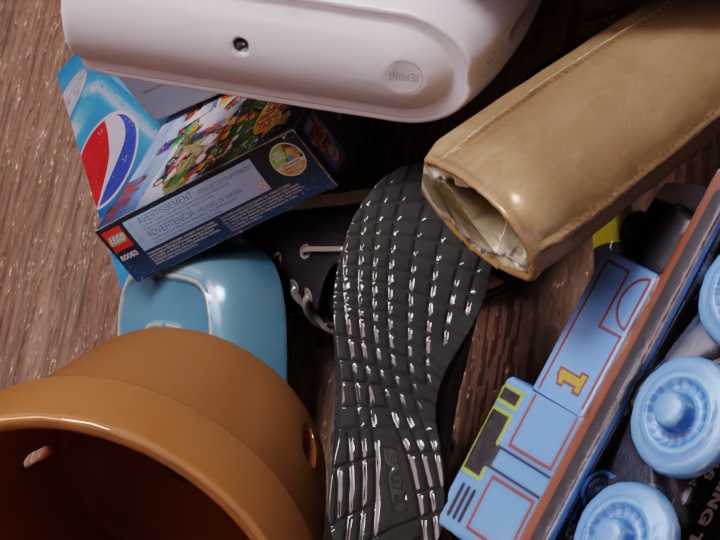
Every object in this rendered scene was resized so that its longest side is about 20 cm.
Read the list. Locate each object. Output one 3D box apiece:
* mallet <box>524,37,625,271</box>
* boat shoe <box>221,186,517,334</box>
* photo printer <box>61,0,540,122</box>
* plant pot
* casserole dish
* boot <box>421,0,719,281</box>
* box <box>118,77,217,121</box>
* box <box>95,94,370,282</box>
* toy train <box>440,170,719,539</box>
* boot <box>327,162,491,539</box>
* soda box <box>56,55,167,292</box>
[{"bbox_3d":[0.106,-0.015,0.912,0.066,0.041,0.202,-14,64,42],"label":"mallet"},{"bbox_3d":[0.000,0.000,0.994,0.199,0.074,0.061,-14,55,34],"label":"boat shoe"},{"bbox_3d":[-0.015,-0.143,0.900,0.198,0.070,0.167,9,42,11],"label":"photo printer"},{"bbox_3d":[-0.099,0.117,0.892,0.200,0.200,0.140,-36,13,30],"label":"plant pot"},{"bbox_3d":[-0.087,0.075,1.019,0.121,0.039,0.202,4,95,51],"label":"casserole dish"},{"bbox_3d":[0.106,-0.089,0.840,0.199,0.066,0.175,-35,23,-11],"label":"boot"},{"bbox_3d":[-0.029,-0.175,1.072,0.155,0.041,0.201,-18,31,41],"label":"box"},{"bbox_3d":[-0.046,-0.089,1.038,0.136,0.038,0.201,-25,25,33],"label":"box"},{"bbox_3d":[0.121,0.053,0.798,0.114,0.086,0.201,29,93,44],"label":"toy train"},{"bbox_3d":[0.012,0.061,0.912,0.131,0.067,0.202,102,178,-70],"label":"boot"},{"bbox_3d":[-0.116,-0.062,1.153,0.064,0.068,0.201,-45,43,21],"label":"soda box"}]
